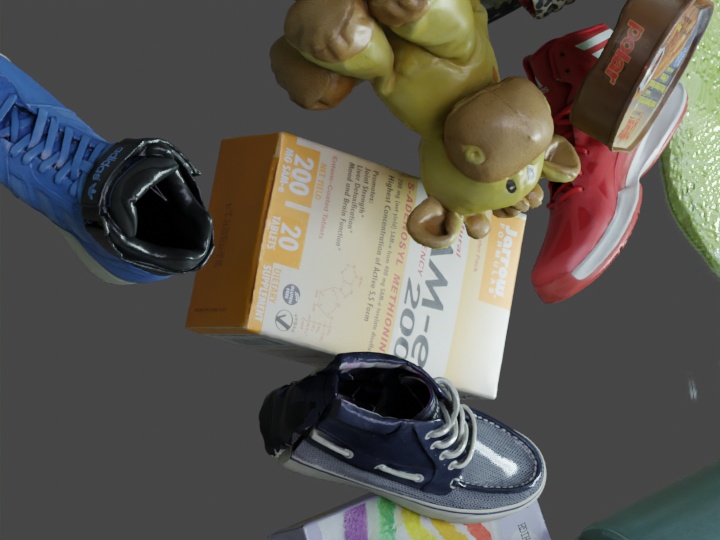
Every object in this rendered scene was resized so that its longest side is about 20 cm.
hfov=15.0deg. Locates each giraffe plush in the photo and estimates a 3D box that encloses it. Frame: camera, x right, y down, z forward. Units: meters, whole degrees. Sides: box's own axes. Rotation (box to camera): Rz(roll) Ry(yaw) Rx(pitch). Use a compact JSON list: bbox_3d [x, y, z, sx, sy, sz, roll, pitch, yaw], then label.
[{"bbox_3d":[0.053,-0.105,1.664,0.172,0.200,0.163,-30,82,2],"label":"giraffe plush"}]

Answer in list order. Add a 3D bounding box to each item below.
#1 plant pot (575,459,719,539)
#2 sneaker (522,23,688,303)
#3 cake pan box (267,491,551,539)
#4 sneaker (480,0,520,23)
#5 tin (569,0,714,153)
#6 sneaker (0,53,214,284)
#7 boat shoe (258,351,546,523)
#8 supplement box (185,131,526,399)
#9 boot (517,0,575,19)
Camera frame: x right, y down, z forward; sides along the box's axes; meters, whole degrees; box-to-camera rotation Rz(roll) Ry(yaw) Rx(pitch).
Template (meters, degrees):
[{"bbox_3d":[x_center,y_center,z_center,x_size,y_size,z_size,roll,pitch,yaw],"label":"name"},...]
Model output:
[{"bbox_3d":[0.253,0.212,1.828,0.195,0.200,0.201,-18,98,-26],"label":"plant pot"},{"bbox_3d":[0.135,-0.081,1.829,0.115,0.078,0.201,40,53,-18],"label":"sneaker"},{"bbox_3d":[0.052,0.230,1.740,0.183,0.052,0.201,-17,88,-33],"label":"cake pan box"},{"bbox_3d":[0.122,-0.228,1.819,0.200,0.077,0.080,-28,92,-35],"label":"sneaker"},{"bbox_3d":[0.177,-0.130,1.724,0.042,0.200,0.112,26,96,10],"label":"tin"},{"bbox_3d":[-0.166,-0.065,1.575,0.200,0.111,0.077,46,64,-25],"label":"sneaker"},{"bbox_3d":[0.044,0.103,1.685,0.199,0.093,0.075,11,64,-26],"label":"boat shoe"},{"bbox_3d":[0.000,0.000,1.715,0.199,0.073,0.127,16,79,-35],"label":"supplement box"},{"bbox_3d":[0.153,-0.238,1.751,0.153,0.204,0.074,-24,118,0],"label":"boot"}]
